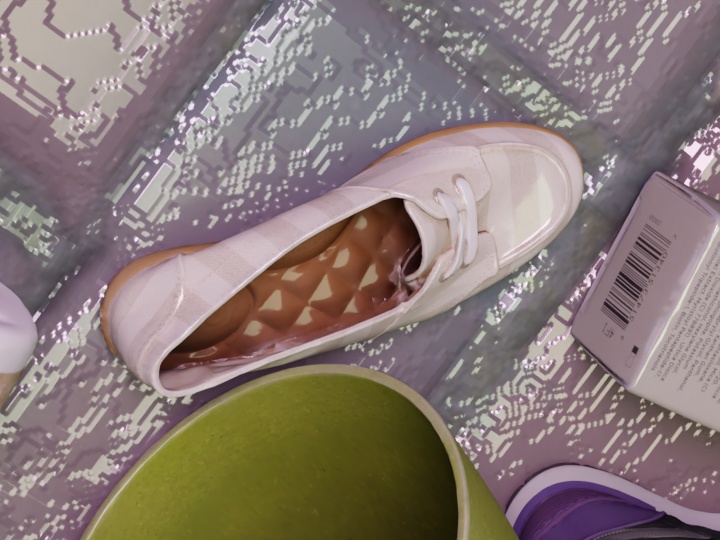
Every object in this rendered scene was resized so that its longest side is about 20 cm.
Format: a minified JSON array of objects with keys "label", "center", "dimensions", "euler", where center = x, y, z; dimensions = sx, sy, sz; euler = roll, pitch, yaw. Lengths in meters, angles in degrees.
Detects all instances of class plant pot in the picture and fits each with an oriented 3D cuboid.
[{"label":"plant pot","center":[0.011,0.168,0.896],"dimensions":[0.187,0.187,0.200],"euler":[-44,130,0]}]

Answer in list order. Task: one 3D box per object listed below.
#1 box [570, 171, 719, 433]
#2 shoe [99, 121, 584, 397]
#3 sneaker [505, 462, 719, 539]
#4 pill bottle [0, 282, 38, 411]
[{"label":"box","center":[0.193,0.038,0.955],"dimensions":[0.199,0.068,0.083],"euler":[25,99,-24]},{"label":"shoe","center":[0.000,0.000,0.888],"dimensions":[0.199,0.053,0.070],"euler":[-22,113,-10]},{"label":"sneaker","center":[0.159,0.141,0.967],"dimensions":[0.199,0.088,0.076],"euler":[10,104,-21]},{"label":"pill bottle","center":[-0.206,0.080,0.817],"dimensions":[0.111,0.111,0.201],"euler":[27,98,-24]}]
